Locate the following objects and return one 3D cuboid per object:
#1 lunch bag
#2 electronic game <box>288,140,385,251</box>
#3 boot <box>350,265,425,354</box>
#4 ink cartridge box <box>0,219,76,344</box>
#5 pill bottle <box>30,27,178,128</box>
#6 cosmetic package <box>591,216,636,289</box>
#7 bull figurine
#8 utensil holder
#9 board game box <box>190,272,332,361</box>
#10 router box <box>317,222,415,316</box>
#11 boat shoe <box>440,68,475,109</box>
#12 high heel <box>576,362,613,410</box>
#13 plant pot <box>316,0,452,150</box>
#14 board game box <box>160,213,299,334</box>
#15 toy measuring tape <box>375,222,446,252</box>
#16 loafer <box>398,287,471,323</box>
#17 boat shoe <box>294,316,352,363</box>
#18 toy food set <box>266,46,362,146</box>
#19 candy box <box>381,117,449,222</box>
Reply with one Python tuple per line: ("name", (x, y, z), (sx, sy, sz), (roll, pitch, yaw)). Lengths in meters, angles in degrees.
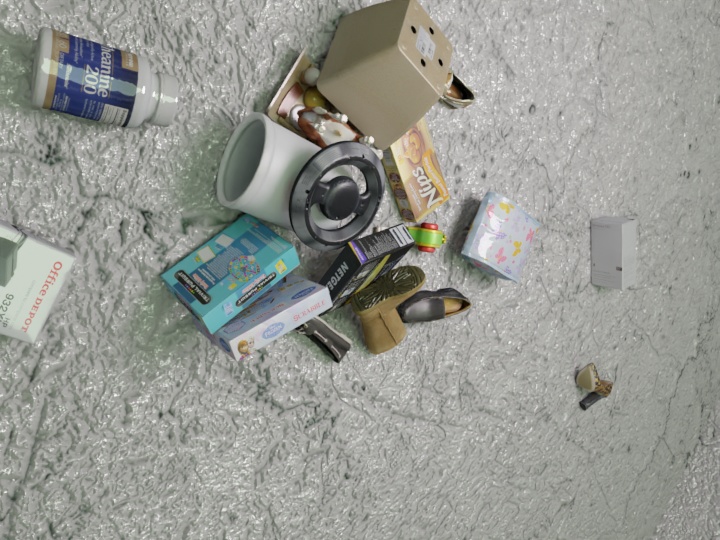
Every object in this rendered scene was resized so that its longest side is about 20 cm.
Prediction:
("lunch bag", (0.332, -0.086, 1.418), (0.198, 0.126, 0.173), (23, 87, -45))
("electronic game", (-0.038, -0.126, 1.000), (0.197, 0.042, 0.204), (-23, 132, -28))
("boot", (0.072, 0.087, 1.233), (0.172, 0.067, 0.201), (-24, 144, 1))
("ink cartridge box", (-0.546, 0.000, 0.836), (0.198, 0.083, 0.148), (30, 81, -35))
("pill bottle", (-0.388, -0.284, 0.879), (0.196, 0.110, 0.114), (6, 95, -36))
("cosmetic package", (0.767, -0.056, 1.737), (0.080, 0.112, 0.205), (-18, 107, -31))
("bull figurine", (-0.030, -0.246, 1.085), (0.197, 0.121, 0.066), (24, 90, -29))
("utensil holder", (-0.135, -0.166, 1.046), (0.197, 0.169, 0.174), (19, 88, -37))
("board game box", (-0.182, 0.071, 1.036), (0.198, 0.198, 0.042), (-29, 115, -26))
("router box", (0.000, 0.000, 1.147), (0.156, 0.200, 0.053), (-22, 71, -41))
("boat shoe", (0.179, -0.427, 1.279), (0.197, 0.068, 0.076), (17, 89, -36))
("high heel", (0.756, 0.338, 1.818), (0.141, 0.071, 0.203), (-28, 130, -21))
("plant pot", (0.064, -0.392, 1.103), (0.199, 0.175, 0.203), (37, 57, -34))
("board game box", (-0.230, -0.001, 1.016), (0.199, 0.150, 0.047), (-40, 140, -22))
("toy measuring tape", (0.127, -0.078, 1.306), (0.196, 0.073, 0.076), (4, 97, -36))
("loafer", (0.178, 0.085, 1.370), (0.197, 0.072, 0.075), (-16, 108, -31))
("boat shoe", (-0.093, 0.132, 1.191), (0.199, 0.066, 0.058), (38, 73, -37))
("toy food set", (-0.076, -0.312, 1.125), (0.199, 0.060, 0.146), (36, 77, -34))
("candy box", (0.119, -0.225, 1.282), (0.115, 0.055, 0.203), (-35, 117, -25))
